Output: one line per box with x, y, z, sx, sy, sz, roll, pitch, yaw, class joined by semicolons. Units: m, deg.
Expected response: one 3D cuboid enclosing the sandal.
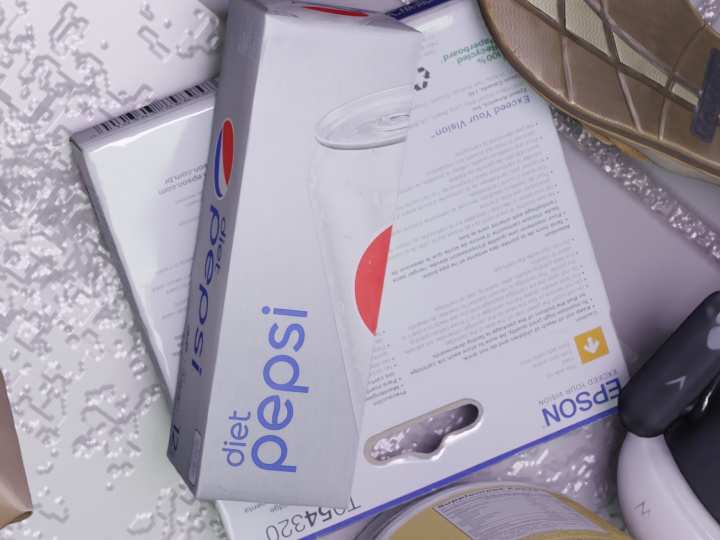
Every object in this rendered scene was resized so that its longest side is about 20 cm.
0.124;-0.081;1.134;0.200;0.054;0.080;28;71;-24;sandal

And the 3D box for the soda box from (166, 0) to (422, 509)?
-0.028;-0.008;1.081;0.068;0.063;0.200;6;100;-17;soda box

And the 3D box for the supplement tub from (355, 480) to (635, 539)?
0.070;0.169;1.114;0.145;0.200;0.146;-2;98;-15;supplement tub

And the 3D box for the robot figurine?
0.201;0.066;1.152;0.150;0.125;0.200;46;117;5;robot figurine

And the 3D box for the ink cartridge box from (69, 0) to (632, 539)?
0.000;0.000;1.145;0.196;0.043;0.200;-21;108;-10;ink cartridge box

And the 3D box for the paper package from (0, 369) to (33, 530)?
-0.228;0.023;1.014;0.103;0.191;0.200;-38;109;1;paper package
